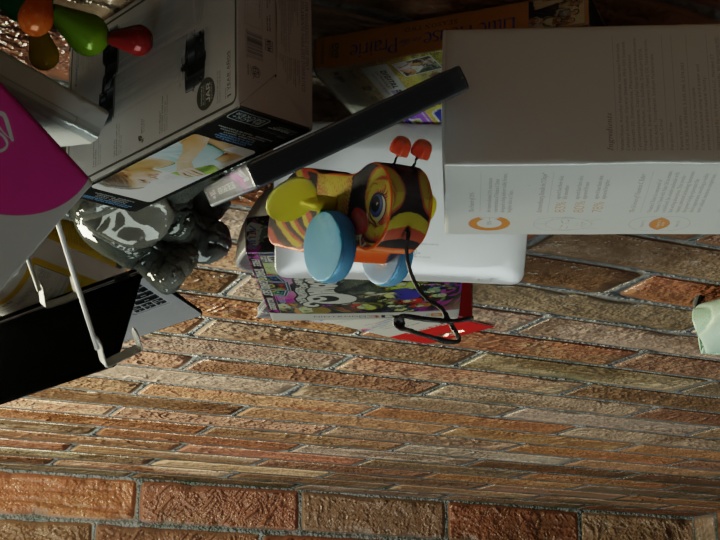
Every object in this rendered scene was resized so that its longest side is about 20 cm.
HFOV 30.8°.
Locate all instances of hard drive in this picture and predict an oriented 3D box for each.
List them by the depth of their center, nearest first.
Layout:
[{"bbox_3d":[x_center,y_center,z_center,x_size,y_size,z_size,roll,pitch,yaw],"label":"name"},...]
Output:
[{"bbox_3d":[-0.270,-0.136,0.829,0.198,0.027,0.131,29,168,-29],"label":"hard drive"}]

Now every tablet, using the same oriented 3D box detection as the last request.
[{"bbox_3d":[0.032,-0.050,1.005,0.196,0.132,0.014,1,-153,1],"label":"tablet"}]

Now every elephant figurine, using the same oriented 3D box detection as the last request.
[{"bbox_3d":[-0.157,-0.082,0.997,0.154,0.142,0.200,-34,165,-18],"label":"elephant figurine"}]

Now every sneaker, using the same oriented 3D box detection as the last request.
[{"bbox_3d":[0.461,0.072,1.525,0.117,0.075,0.200,-19,145,33],"label":"sneaker"}]

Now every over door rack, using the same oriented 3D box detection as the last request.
[{"bbox_3d":[-0.264,-0.018,1.029,0.147,0.066,0.202,31,151,50],"label":"over door rack"}]

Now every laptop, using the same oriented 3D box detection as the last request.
[{"bbox_3d":[-0.258,0.085,1.174,0.185,0.118,0.200,-18,156,14],"label":"laptop"}]

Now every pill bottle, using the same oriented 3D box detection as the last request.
[{"bbox_3d":[-0.319,-0.013,1.214,0.111,0.114,0.199,-9,160,28],"label":"pill bottle"}]

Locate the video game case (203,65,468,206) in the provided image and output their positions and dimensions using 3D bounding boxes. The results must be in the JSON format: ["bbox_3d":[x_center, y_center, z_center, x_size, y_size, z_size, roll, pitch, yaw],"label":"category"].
[{"bbox_3d":[-0.024,-0.082,0.845,0.141,0.019,0.200,-26,-173,-13],"label":"video game case"}]

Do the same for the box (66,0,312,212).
[{"bbox_3d":[-0.117,-0.123,0.856,0.060,0.119,0.199,13,158,-42],"label":"box"}]

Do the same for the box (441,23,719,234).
[{"bbox_3d":[0.153,-0.090,0.870,0.196,0.099,0.125,0,161,4],"label":"box"}]

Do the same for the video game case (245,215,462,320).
[{"bbox_3d":[0.000,0.000,1.129,0.178,0.036,0.200,-1,162,2],"label":"video game case"}]

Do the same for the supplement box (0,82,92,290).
[{"bbox_3d":[-0.266,-0.055,0.806,0.199,0.104,0.101,10,146,55],"label":"supplement box"}]

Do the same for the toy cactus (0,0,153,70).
[{"bbox_3d":[-0.211,-0.175,0.753,0.162,0.104,0.200,8,172,12],"label":"toy cactus"}]

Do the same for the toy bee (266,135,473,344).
[{"bbox_3d":[0.014,-0.040,0.871,0.198,0.110,0.130,22,-166,31],"label":"toy bee"}]

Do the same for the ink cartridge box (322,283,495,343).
[{"bbox_3d":[0.039,0.023,1.393,0.198,0.068,0.115,15,158,-39],"label":"ink cartridge box"}]

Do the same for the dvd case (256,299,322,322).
[{"bbox_3d":[-0.012,0.040,1.537,0.197,0.016,0.149,5,162,-15],"label":"dvd case"}]

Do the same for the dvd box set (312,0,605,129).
[{"bbox_3d":[0.083,-0.139,0.936,0.197,0.030,0.146,-6,161,23],"label":"dvd box set"}]

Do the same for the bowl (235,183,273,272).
[{"bbox_3d":[0.000,-0.047,1.161,0.197,0.076,0.200,8,162,-25],"label":"bowl"}]
